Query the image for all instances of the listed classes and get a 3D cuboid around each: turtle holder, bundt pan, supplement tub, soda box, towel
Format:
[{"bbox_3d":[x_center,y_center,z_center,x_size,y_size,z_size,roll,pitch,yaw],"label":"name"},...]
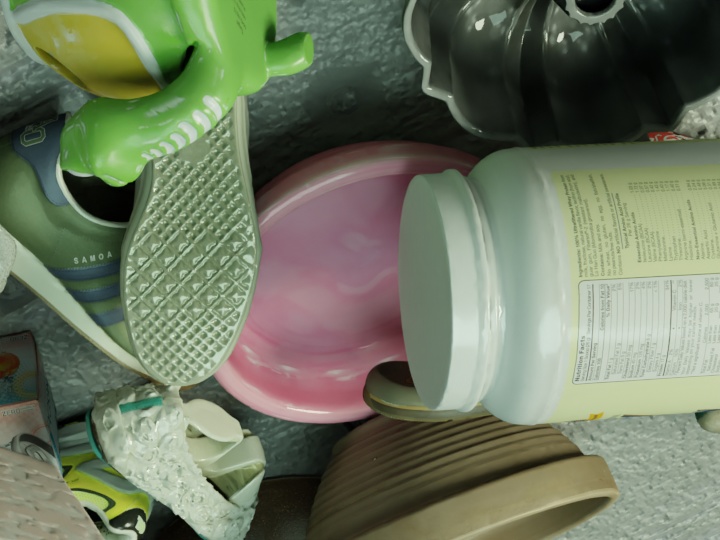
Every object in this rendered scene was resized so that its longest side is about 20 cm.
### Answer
[{"bbox_3d":[-0.101,-0.132,1.188,0.131,0.186,0.141,-10,176,15],"label":"turtle holder"},{"bbox_3d":[0.114,-0.162,1.267,0.201,0.076,0.202,-6,130,-7],"label":"bundt pan"},{"bbox_3d":[0.129,0.006,1.276,0.199,0.145,0.145,-3,129,-11],"label":"supplement tub"},{"bbox_3d":[-0.276,0.099,1.408,0.199,0.064,0.069,-12,130,-1],"label":"soda box"},{"bbox_3d":[-0.232,0.114,1.274,0.199,0.191,0.032,21,97,-25],"label":"towel"}]

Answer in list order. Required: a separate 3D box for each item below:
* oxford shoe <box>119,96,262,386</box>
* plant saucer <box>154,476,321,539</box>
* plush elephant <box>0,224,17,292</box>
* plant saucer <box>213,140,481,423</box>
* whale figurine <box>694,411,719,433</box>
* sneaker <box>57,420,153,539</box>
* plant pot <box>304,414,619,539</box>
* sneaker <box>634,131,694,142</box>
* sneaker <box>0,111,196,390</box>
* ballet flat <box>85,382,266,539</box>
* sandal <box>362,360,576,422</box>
[{"bbox_3d":[-0.089,-0.040,1.292,0.075,0.058,0.201,0,98,-2],"label":"oxford shoe"},{"bbox_3d":[-0.047,0.217,1.570,0.200,0.037,0.201,-6,130,-7],"label":"plant saucer"},{"bbox_3d":[-0.246,0.006,1.241,0.154,0.200,0.165,23,115,-7],"label":"plush elephant"},{"bbox_3d":[0.000,0.000,1.379,0.200,0.051,0.201,-12,135,-12],"label":"plant saucer"},{"bbox_3d":[0.267,0.049,1.428,0.200,0.104,0.159,-1,148,-45],"label":"whale figurine"},{"bbox_3d":[-0.219,0.146,1.449,0.199,0.077,0.076,-16,132,5],"label":"sneaker"},{"bbox_3d":[0.046,0.130,1.456,0.200,0.093,0.201,-19,166,-5],"label":"plant pot"},{"bbox_3d":[0.170,0.010,1.424,0.108,0.067,0.202,7,124,-11],"label":"sneaker"},{"bbox_3d":[-0.129,-0.013,1.344,0.090,0.067,0.200,-36,125,21],"label":"sneaker"},{"bbox_3d":[-0.091,0.112,1.417,0.072,0.072,0.200,-25,155,9],"label":"ballet flat"},{"bbox_3d":[0.100,0.051,1.371,0.199,0.080,0.054,-1,100,5],"label":"sandal"}]
